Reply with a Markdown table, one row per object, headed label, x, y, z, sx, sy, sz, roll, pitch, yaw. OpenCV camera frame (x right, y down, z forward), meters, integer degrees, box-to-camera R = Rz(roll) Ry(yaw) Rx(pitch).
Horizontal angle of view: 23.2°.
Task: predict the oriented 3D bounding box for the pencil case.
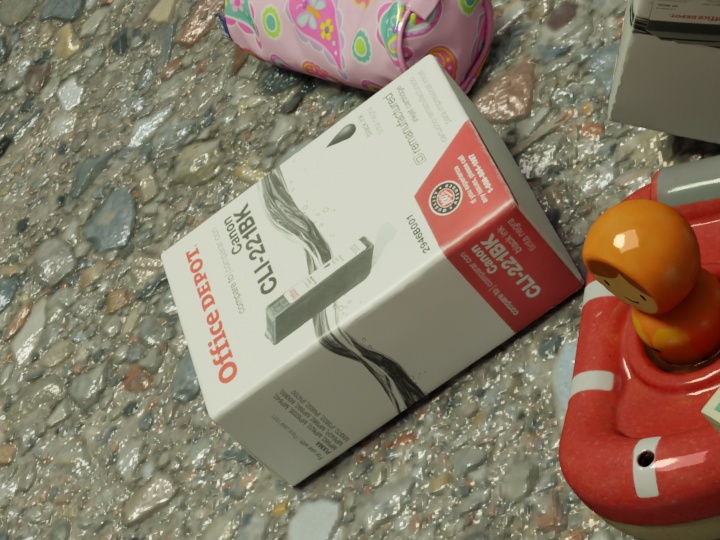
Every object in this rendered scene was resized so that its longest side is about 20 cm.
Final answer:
| label | x | y | z | sx | sy | sz | roll | pitch | yaw |
| --- | --- | --- | --- | --- | --- | --- | --- | --- | --- |
| pencil case | -0.007 | -0.162 | 1.109 | 0.200 | 0.087 | 0.088 | 23 | 74 | 47 |

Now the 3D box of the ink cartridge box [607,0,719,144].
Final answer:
| label | x | y | z | sx | sy | sz | roll | pitch | yaw |
| --- | --- | --- | --- | --- | --- | --- | --- | --- | --- |
| ink cartridge box | 0.185 | -0.178 | 0.866 | 0.084 | 0.200 | 0.145 | 13 | 59 | 5 |

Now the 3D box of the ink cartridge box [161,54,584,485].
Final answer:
| label | x | y | z | sx | sy | sz | roll | pitch | yaw |
| --- | --- | --- | --- | --- | --- | --- | --- | --- | --- |
| ink cartridge box | 0.000 | 0.000 | 0.966 | 0.200 | 0.084 | 0.144 | -36 | 42 | 11 |

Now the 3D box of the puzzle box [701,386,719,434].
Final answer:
| label | x | y | z | sx | sy | sz | roll | pitch | yaw |
| --- | --- | --- | --- | --- | --- | --- | --- | --- | --- |
| puzzle box | 0.237 | 0.046 | 0.650 | 0.133 | 0.025 | 0.200 | -50 | 38 | -6 |

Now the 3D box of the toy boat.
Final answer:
| label | x | y | z | sx | sy | sz | roll | pitch | yaw |
| --- | --- | --- | --- | --- | --- | --- | --- | --- | --- |
| toy boat | 0.143 | 0.018 | 0.792 | 0.130 | 0.131 | 0.201 | -12 | 50 | 34 |
